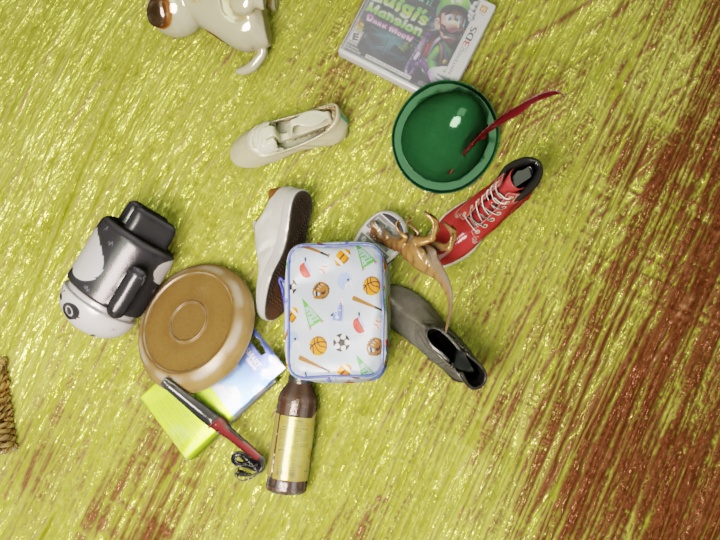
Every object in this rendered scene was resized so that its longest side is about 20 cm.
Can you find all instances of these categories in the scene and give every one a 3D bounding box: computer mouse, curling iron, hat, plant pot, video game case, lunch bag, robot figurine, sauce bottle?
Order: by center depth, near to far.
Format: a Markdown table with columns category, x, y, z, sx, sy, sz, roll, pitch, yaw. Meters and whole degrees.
| category | x | y | z | sx | sy | sz | roll | pitch | yaw |
| --- | --- | --- | --- | --- | --- | --- | --- | --- | --- |
| lunch bag | -0.037 | 0.055 | 0.934 | 0.156 | 0.076 | 0.205 | -2 | 79 | 8 |
| hat | 0.140 | -0.213 | 0.938 | 0.165 | 0.176 | 0.200 | 43 | 91 | -1 |
| curling iron | -0.212 | 0.228 | 0.947 | 0.049 | 0.026 | 0.201 | -42 | 102 | -4 |
| sauce bottle | -0.095 | 0.220 | 0.968 | 0.063 | 0.065 | 0.205 | 8 | 84 | 5 |
| robot figurine | -0.358 | 0.000 | 0.977 | 0.123 | 0.150 | 0.202 | 32 | 89 | 3 |
| plant pot | -0.251 | 0.079 | 0.981 | 0.195 | 0.028 | 0.205 | -8 | 64 | 16 |
| computer mouse | 0.000 | 0.000 | 1.002 | 0.109 | 0.044 | 0.201 | 42 | 92 | 15 |
| video game case | 0.090 | -0.383 | 1.054 | 0.197 | 0.023 | 0.185 | 28 | 85 | 7 |

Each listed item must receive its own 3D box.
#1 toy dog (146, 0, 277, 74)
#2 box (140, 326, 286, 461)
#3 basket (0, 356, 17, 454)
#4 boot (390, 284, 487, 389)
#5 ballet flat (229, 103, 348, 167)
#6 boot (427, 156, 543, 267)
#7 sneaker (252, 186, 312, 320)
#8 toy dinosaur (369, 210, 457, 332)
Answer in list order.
| category | x | y | z | sx | sy | sz | roll | pitch | yaw |
| --- | --- | --- | --- | --- | --- | --- | --- | --- | --- |
| toy dog | -0.235 | -0.419 | 1.041 | 0.195 | 0.140 | 0.198 | 4 | 119 | 3 |
| box | -0.216 | 0.169 | 0.991 | 0.199 | 0.048 | 0.122 | -42 | 83 | -2 |
| basket | -0.634 | 0.218 | 0.967 | 0.195 | 0.143 | 0.153 | -12 | 83 | 2 |
| boot | 0.100 | 0.086 | 0.938 | 0.199 | 0.131 | 0.068 | 41 | 87 | 8 |
| ballet flat | -0.116 | -0.214 | 1.026 | 0.195 | 0.069 | 0.071 | -17 | 82 | 2 |
| boot | 0.172 | -0.084 | 0.949 | 0.199 | 0.144 | 0.073 | -40 | 83 | 0 |
| sneaker | -0.132 | -0.028 | 1.013 | 0.083 | 0.072 | 0.205 | 14 | 90 | 37 |
| toy dinosaur | 0.095 | -0.018 | 0.932 | 0.200 | 0.060 | 0.107 | 44 | 109 | 32 |
